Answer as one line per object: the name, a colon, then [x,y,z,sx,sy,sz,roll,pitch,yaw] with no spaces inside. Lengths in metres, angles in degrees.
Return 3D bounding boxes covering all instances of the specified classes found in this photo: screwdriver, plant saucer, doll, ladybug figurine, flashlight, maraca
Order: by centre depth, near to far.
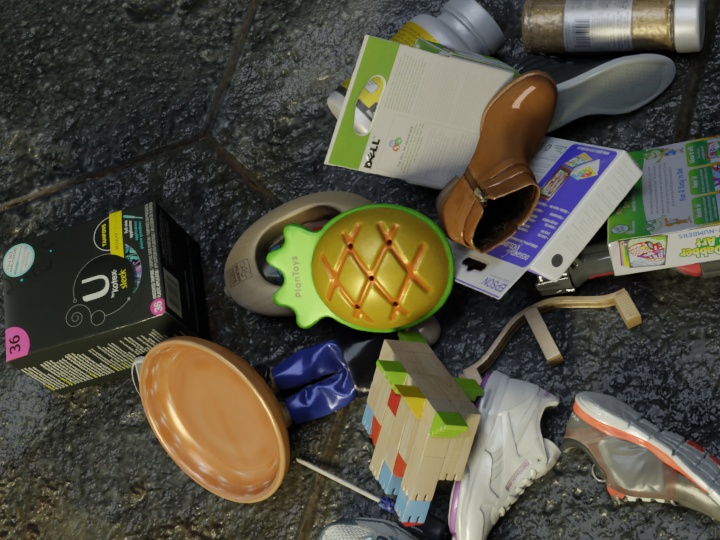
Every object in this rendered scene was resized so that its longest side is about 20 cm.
screwdriver: [0.008,0.234,1.417,0.200,0.029,0.028,25,62,29]
flashlight: [0.283,-0.012,1.418,0.200,0.068,0.068,-11,106,18]
maraca: [0.000,0.000,1.424,0.199,0.107,0.137,-6,97,13]
plant saucer: [-0.150,0.154,1.440,0.200,0.201,0.037,23,40,26]
doll: [-0.007,0.095,1.473,0.200,0.048,0.137,-23,83,5]
ladybug figurine: [-0.060,-0.012,1.529,0.200,0.072,0.136,-21,63,8]

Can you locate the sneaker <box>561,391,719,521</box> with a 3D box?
sneaker: [0.286,0.199,1.332,0.200,0.077,0.082,34,108,29]

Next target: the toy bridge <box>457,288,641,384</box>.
toy bridge: [0.193,0.069,1.432,0.200,0.027,0.067,-27,61,6]

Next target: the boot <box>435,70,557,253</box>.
boot: [0.153,-0.111,1.395,0.200,0.077,0.155,-49,17,6]

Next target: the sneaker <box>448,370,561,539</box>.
sneaker: [0.146,0.205,1.361,0.099,0.075,0.200,14,80,5]

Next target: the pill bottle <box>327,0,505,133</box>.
pill bottle: [0.068,-0.223,1.557,0.200,0.111,0.111,-44,61,-3]

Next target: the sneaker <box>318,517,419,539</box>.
sneaker: [0.042,0.293,1.350,0.200,0.086,0.078,20,74,25]

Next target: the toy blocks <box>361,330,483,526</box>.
toy blocks: [0.053,0.166,1.375,0.200,0.100,0.137,-126,47,-59]

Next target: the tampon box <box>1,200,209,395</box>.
tampon box: [-0.293,0.033,1.558,0.200,0.126,0.150,-17,62,12]

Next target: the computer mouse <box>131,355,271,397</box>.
computer mouse: [-0.172,0.131,1.502,0.200,0.110,0.044,16,37,33]

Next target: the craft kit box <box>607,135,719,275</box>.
craft kit box: [0.350,-0.075,1.371,0.197,0.049,0.200,-7,29,15]

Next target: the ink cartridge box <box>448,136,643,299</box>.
ink cartridge box: [0.176,-0.051,1.422,0.200,0.043,0.198,-48,22,-6]

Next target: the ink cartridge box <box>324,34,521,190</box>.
ink cartridge box: [0.055,-0.174,1.459,0.076,0.200,0.148,43,118,55]

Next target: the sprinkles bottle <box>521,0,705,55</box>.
sprinkles bottle: [0.285,-0.279,1.531,0.199,0.068,0.068,2,68,20]

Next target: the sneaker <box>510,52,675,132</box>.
sneaker: [0.246,-0.217,1.517,0.200,0.071,0.099,-18,39,-6]
